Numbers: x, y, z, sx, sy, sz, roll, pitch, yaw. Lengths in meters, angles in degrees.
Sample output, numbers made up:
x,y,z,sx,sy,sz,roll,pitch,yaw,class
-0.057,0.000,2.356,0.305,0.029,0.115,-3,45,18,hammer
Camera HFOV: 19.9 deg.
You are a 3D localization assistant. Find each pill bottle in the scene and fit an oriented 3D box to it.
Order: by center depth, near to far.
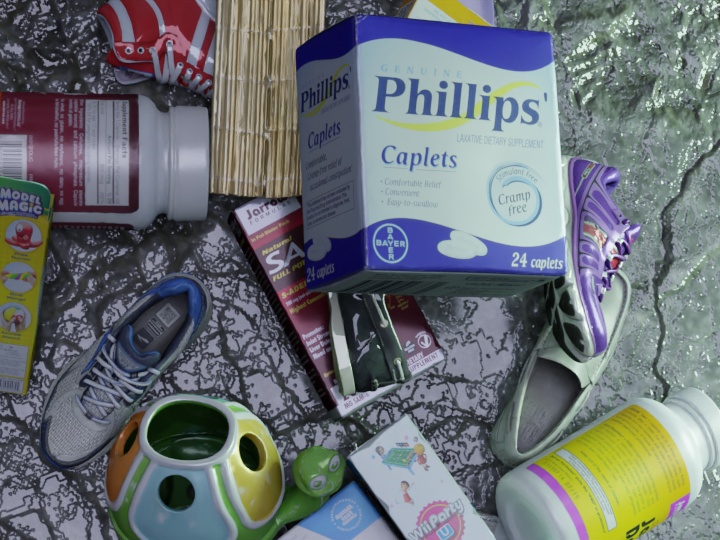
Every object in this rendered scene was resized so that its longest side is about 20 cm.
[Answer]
x,y,z,sx,sy,sz,roll,pitch,yaw,class
-0.228,-0.092,1.723,0.198,0.114,0.116,1,83,-8,pill bottle
0.220,0.176,1.747,0.199,0.104,0.105,-28,87,-23,pill bottle

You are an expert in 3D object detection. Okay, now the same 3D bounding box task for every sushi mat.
x,y,z,sx,sy,sz,roll,pitch,yaw,class
-0.078,-0.162,1.724,0.095,0.012,0.202,3,93,4,sushi mat

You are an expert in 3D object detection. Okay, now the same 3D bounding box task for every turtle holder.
x,y,z,sx,sy,sz,roll,pitch,yaw,class
-0.120,0.174,1.665,0.184,0.132,0.141,27,56,20,turtle holder

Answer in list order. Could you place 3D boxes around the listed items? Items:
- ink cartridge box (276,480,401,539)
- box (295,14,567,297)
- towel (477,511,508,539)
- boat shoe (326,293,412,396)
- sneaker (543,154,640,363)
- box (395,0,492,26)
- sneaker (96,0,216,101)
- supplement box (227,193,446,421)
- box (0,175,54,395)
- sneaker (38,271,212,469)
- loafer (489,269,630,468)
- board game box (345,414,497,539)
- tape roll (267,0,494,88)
x,y,z,sx,sy,sz,roll,pitch,yaw,class
0.011,0.291,1.715,0.116,0.068,0.201,-37,82,-3,ink cartridge box
0.055,-0.086,1.607,0.182,0.105,0.202,2,78,-27,box
0.125,0.287,1.768,0.198,0.031,0.151,13,81,-6,towel
0.000,0.000,1.702,0.067,0.072,0.202,-9,92,-2,boat shoe
0.201,-0.016,1.759,0.082,0.081,0.202,3,58,-2,sneaker
0.053,-0.126,1.694,0.119,0.041,0.201,35,69,-17,box
-0.145,-0.170,1.766,0.112,0.071,0.201,-36,81,-14,sneaker
-0.022,0.015,1.766,0.108,0.061,0.201,-28,86,-10,supplement box
-0.316,0.001,1.677,0.116,0.049,0.201,10,123,-7,box
-0.201,0.079,1.721,0.077,0.085,0.201,37,80,-2,sneaker
0.179,0.083,1.779,0.069,0.070,0.201,28,80,-3,loafer
0.070,0.217,1.687,0.064,0.148,0.201,-35,85,-4,board game box
0.012,-0.216,1.787,0.198,0.085,0.202,1,83,-7,tape roll
